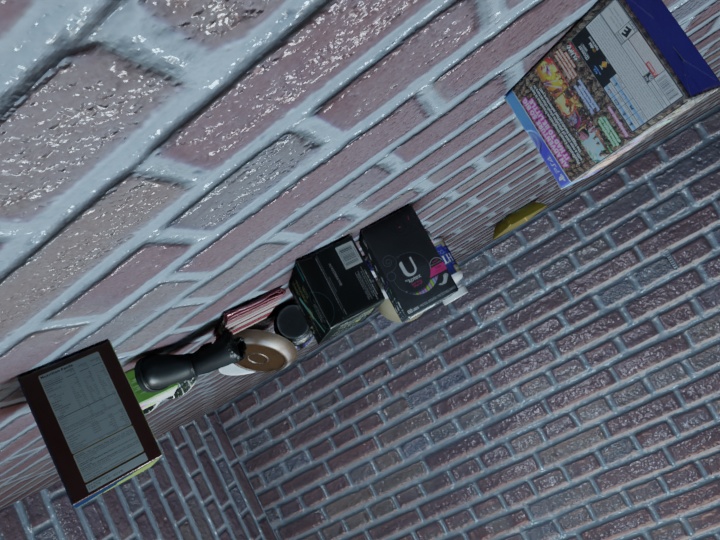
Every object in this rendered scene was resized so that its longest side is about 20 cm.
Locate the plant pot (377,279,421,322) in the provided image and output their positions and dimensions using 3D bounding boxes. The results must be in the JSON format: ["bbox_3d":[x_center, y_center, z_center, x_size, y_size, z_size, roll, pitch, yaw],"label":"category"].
[{"bbox_3d":[0.129,0.048,1.708,0.186,0.188,0.200,-28,158,-6],"label":"plant pot"}]

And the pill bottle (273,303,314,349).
[{"bbox_3d":[-0.174,0.149,1.426,0.111,0.112,0.200,-28,171,-10],"label":"pill bottle"}]

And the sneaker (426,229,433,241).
[{"bbox_3d":[0.118,-0.045,1.453,0.095,0.080,0.200,-8,159,-36],"label":"sneaker"}]

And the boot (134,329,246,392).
[{"bbox_3d":[-0.342,0.182,1.103,0.167,0.077,0.200,-24,169,11],"label":"boot"}]

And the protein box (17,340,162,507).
[{"bbox_3d":[-0.437,0.254,0.867,0.134,0.201,0.198,-23,170,-33],"label":"protein box"}]

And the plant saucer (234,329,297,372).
[{"bbox_3d":[-0.262,0.215,1.371,0.198,0.032,0.201,2,142,2],"label":"plant saucer"}]

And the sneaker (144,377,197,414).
[{"bbox_3d":[-0.498,0.290,1.377,0.199,0.079,0.090,-28,-170,16],"label":"sneaker"}]

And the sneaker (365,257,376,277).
[{"bbox_3d":[0.000,0.000,1.342,0.088,0.075,0.200,-45,173,14],"label":"sneaker"}]

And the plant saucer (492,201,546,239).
[{"bbox_3d":[0.670,-0.223,2.291,0.199,0.049,0.200,-28,172,-12],"label":"plant saucer"}]

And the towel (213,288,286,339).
[{"bbox_3d":[-0.253,0.102,1.202,0.143,0.023,0.200,-26,171,-29],"label":"towel"}]

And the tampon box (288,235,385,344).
[{"bbox_3d":[-0.056,0.047,1.108,0.125,0.151,0.200,-26,171,-18],"label":"tampon box"}]

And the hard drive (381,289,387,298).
[{"bbox_3d":[-0.040,0.068,1.387,0.198,0.027,0.132,-3,-177,26],"label":"hard drive"}]

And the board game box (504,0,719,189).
[{"bbox_3d":[0.322,-0.236,0.708,0.096,0.160,0.200,-23,170,-34],"label":"board game box"}]

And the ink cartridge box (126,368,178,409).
[{"bbox_3d":[-0.504,0.282,1.202,0.147,0.076,0.200,-23,166,-34],"label":"ink cartridge box"}]

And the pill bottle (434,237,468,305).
[{"bbox_3d":[0.266,0.005,1.756,0.119,0.201,0.120,-29,172,-5],"label":"pill bottle"}]

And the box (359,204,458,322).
[{"bbox_3d":[0.095,-0.011,1.102,0.122,0.201,0.106,-28,171,-8],"label":"box"}]

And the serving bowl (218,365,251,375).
[{"bbox_3d":[-0.311,0.232,1.527,0.198,0.066,0.201,-15,155,-7],"label":"serving bowl"}]
